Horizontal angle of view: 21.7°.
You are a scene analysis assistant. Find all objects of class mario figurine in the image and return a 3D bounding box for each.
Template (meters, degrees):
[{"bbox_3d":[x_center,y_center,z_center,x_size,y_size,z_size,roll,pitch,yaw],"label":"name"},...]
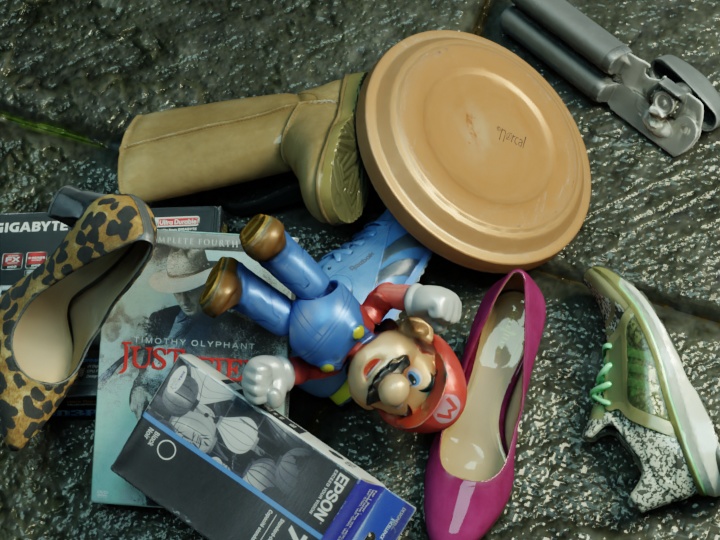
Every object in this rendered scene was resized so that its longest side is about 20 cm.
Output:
[{"bbox_3d":[-0.009,0.049,1.296,0.199,0.123,0.107,34,54,-14],"label":"mario figurine"}]

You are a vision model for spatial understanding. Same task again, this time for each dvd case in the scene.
[{"bbox_3d":[-0.121,0.073,1.362,0.144,0.022,0.202,4,88,10],"label":"dvd case"}]

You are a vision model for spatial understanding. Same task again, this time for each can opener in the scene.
[{"bbox_3d":[0.202,-0.165,1.496,0.067,0.054,0.200,-23,55,-42],"label":"can opener"}]

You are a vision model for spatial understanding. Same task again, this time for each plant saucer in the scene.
[{"bbox_3d":[0.091,-0.095,1.415,0.199,0.032,0.202,14,59,-24],"label":"plant saucer"}]

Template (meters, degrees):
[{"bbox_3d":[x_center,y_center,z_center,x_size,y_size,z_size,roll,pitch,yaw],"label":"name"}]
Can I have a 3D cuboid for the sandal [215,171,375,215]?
[{"bbox_3d":[-0.018,-0.083,1.484,0.198,0.045,0.076,-14,53,17],"label":"sandal"}]

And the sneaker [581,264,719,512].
[{"bbox_3d":[0.191,0.085,1.347,0.088,0.077,0.201,-26,59,4],"label":"sneaker"}]

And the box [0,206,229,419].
[{"bbox_3d":[-0.203,0.033,1.440,0.198,0.046,0.160,-1,63,7],"label":"box"}]

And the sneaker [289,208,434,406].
[{"bbox_3d":[0.000,0.000,1.405,0.078,0.066,0.201,33,70,-11],"label":"sneaker"}]

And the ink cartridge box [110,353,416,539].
[{"bbox_3d":[-0.069,0.153,1.322,0.199,0.039,0.100,32,93,8],"label":"ink cartridge box"}]

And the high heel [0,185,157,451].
[{"bbox_3d":[-0.203,0.040,1.321,0.142,0.071,0.202,14,89,57],"label":"high heel"}]

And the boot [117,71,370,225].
[{"bbox_3d":[-0.091,-0.078,1.429,0.198,0.067,0.176,-9,30,16],"label":"boot"}]

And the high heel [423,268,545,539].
[{"bbox_3d":[0.084,0.098,1.337,0.067,0.096,0.202,10,64,13],"label":"high heel"}]
